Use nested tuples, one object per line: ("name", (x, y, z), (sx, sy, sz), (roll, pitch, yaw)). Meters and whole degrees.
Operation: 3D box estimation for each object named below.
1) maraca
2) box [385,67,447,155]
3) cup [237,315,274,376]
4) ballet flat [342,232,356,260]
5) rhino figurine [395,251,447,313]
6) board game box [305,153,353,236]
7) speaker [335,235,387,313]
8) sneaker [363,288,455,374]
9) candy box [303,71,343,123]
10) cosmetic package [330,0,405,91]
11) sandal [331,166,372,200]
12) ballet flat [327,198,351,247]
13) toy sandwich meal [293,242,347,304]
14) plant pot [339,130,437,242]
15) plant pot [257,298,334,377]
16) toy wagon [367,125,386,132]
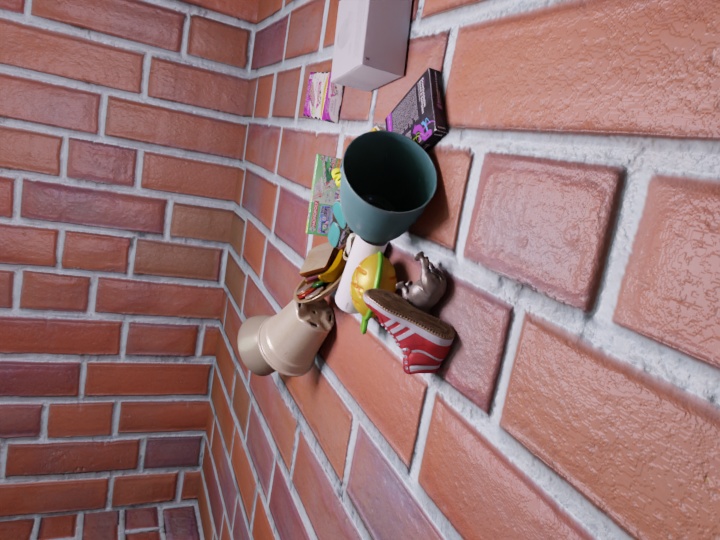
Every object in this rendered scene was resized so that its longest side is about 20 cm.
("maraca", (0.025, 0.051, 1.241), (0.140, 0.103, 0.204), (-79, 3, -48))
("box", (0.116, -0.313, 1.190), (0.199, 0.035, 0.149), (144, 126, -60))
("cup", (-0.293, 0.235, 1.843), (0.140, 0.197, 0.208), (-22, 62, 34))
("ballet flat", (0.009, -0.094, 1.351), (0.203, 0.060, 0.069), (-65, 35, 37))
("rhino figurine", (0.109, 0.059, 1.099), (0.089, 0.058, 0.202), (56, 140, 26))
("board game box", (-0.066, -0.191, 1.449), (0.029, 0.129, 0.208), (-138, 57, -74))
("speaker", (0.000, 0.000, 1.328), (0.082, 0.078, 0.205), (-118, 39, -49))
("sneaker", (0.079, 0.122, 1.061), (0.196, 0.071, 0.116), (29, 123, 22))
("candy box", (-0.116, -0.540, 1.713), (0.199, 0.059, 0.142), (-143, 62, -61))
("cosmetic package", (0.024, -0.566, 1.335), (0.199, 0.119, 0.208), (-165, 81, -66))
("sandal", (0.004, -0.184, 1.288), (0.086, 0.079, 0.204), (-35, 64, 12))
("ballet flat", (-0.038, -0.128, 1.367), (0.201, 0.069, 0.075), (114, 152, -64))
("toy sandwich meal", (-0.112, 0.004, 1.491), (0.071, 0.203, 0.204), (56, 167, -23))
("plant pot", (0.043, -0.156, 1.145), (0.162, 0.193, 0.207), (114, 151, -58))
("plant pot", (-0.171, 0.168, 1.582), (0.184, 0.195, 0.205), (-47, 43, 36))
("toy wagon", (0.029, -0.246, 1.362), (0.157, 0.038, 0.205), (-117, 39, -50))
